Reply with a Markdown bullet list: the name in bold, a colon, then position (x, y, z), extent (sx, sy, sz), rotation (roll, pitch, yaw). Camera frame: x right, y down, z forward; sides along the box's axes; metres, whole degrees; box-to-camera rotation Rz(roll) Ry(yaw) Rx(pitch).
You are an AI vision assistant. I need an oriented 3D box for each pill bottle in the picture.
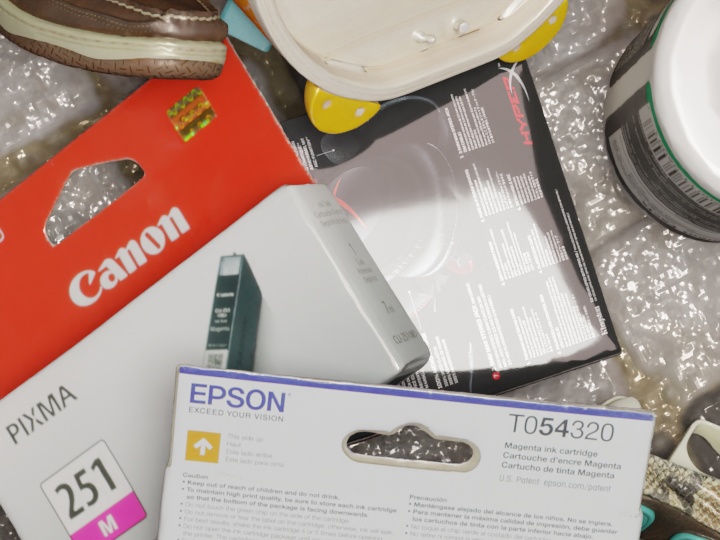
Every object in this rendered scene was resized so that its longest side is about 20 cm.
- **pill bottle**: position (0.167, -0.070, 0.931), extent (0.112, 0.200, 0.114), rotation (0, 87, -2)

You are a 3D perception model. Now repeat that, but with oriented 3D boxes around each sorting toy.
- **sorting toy**: position (-0.011, -0.162, 0.950), extent (0.199, 0.107, 0.180), rotation (-23, 44, -26)

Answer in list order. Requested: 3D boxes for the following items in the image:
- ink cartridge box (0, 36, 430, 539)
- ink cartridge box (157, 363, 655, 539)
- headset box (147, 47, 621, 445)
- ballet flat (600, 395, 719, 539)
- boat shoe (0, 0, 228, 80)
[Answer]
- **ink cartridge box**: position (-0.095, 0.020, 0.929), extent (0.200, 0.044, 0.174), rotation (-36, 82, 21)
- **ink cartridge box**: position (0.012, 0.134, 0.891), extent (0.195, 0.043, 0.201), rotation (6, 108, -3)
- **headset box**: position (0.000, 0.000, 0.983), extent (0.199, 0.075, 0.149), rotation (-19, 87, -3)
- **ballet flat**: position (0.143, 0.102, 0.996), extent (0.199, 0.068, 0.076), rotation (19, 65, -7)
- **boat shoe**: position (-0.127, -0.136, 0.930), extent (0.074, 0.202, 0.075), rotation (-4, 110, -43)
